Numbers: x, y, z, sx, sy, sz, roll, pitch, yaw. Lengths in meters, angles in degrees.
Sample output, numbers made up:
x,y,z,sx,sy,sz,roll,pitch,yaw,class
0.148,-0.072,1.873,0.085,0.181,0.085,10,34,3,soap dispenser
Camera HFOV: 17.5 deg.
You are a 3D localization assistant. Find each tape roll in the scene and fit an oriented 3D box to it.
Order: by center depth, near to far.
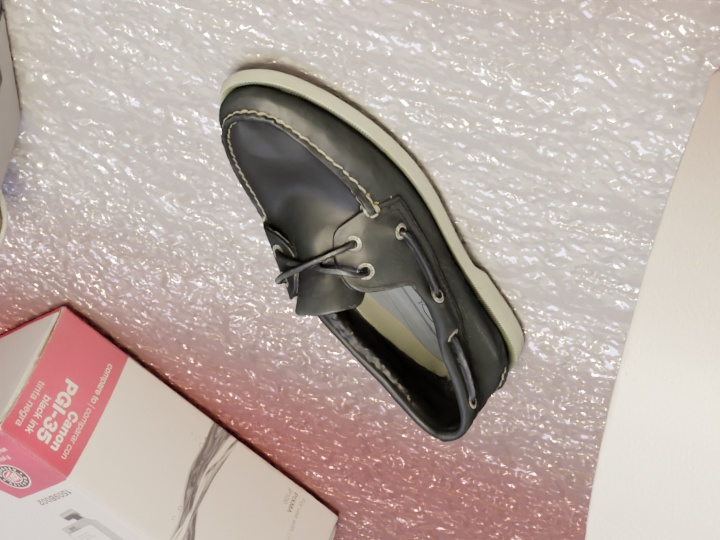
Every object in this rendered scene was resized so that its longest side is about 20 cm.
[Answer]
x,y,z,sx,sy,sz,roll,pitch,yaw,class
0.171,0.035,0.810,0.138,0.204,0.203,16,147,13,tape roll

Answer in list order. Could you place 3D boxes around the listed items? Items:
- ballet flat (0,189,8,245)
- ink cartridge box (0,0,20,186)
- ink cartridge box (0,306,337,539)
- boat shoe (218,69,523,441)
x,y,z,sx,sy,sz,roll,pitch,yaw,class
-0.249,-0.056,1.099,0.199,0.070,0.070,25,148,7,ballet flat
-0.228,-0.106,0.969,0.146,0.083,0.201,10,146,6,ink cartridge box
-0.133,0.122,1.245,0.200,0.083,0.146,40,144,-22,ink cartridge box
-0.002,0.000,1.000,0.074,0.066,0.200,-3,138,37,boat shoe
